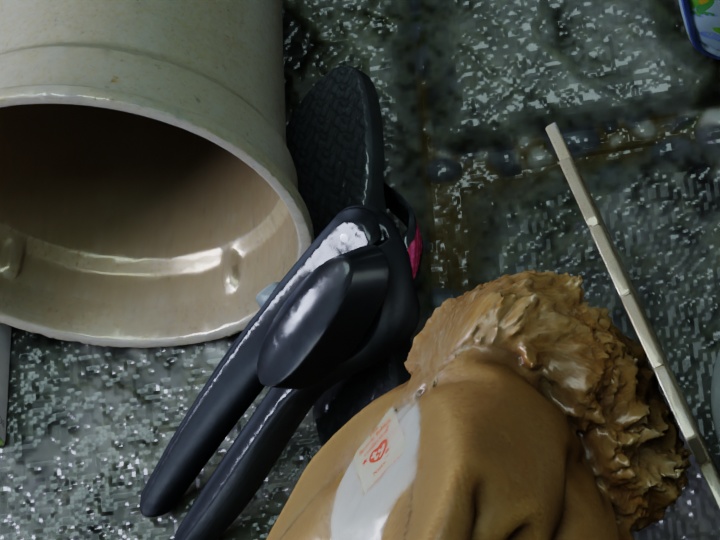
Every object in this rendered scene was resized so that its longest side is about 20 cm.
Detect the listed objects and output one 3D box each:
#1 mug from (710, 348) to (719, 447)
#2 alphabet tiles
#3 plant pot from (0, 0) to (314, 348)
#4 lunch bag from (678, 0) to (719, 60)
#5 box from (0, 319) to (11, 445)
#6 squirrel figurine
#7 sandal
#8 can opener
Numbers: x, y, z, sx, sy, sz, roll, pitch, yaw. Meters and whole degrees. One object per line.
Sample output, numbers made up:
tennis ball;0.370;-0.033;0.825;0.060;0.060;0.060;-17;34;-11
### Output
mug;0.228;0.063;1.105;0.149;0.153;0.187;-8;73;-30
alphabet tiles;0.128;0.038;1.137;0.006;0.166;0.201;-25;65;6
plant pot;-0.112;-0.094;1.248;0.199;0.201;0.184;-2;56;12
lunch bag;0.238;-0.163;1.197;0.199;0.161;0.083;-5;67;12
box;-0.268;0.021;1.313;0.199;0.036;0.145;-5;67;13
squirrel figurine;0.085;0.108;1.106;0.186;0.141;0.201;35;67;-22
sandal;0.000;0.000;1.246;0.075;0.045;0.201;-32;56;41
can opener;-0.042;0.050;1.195;0.200;0.078;0.064;-51;56;33
